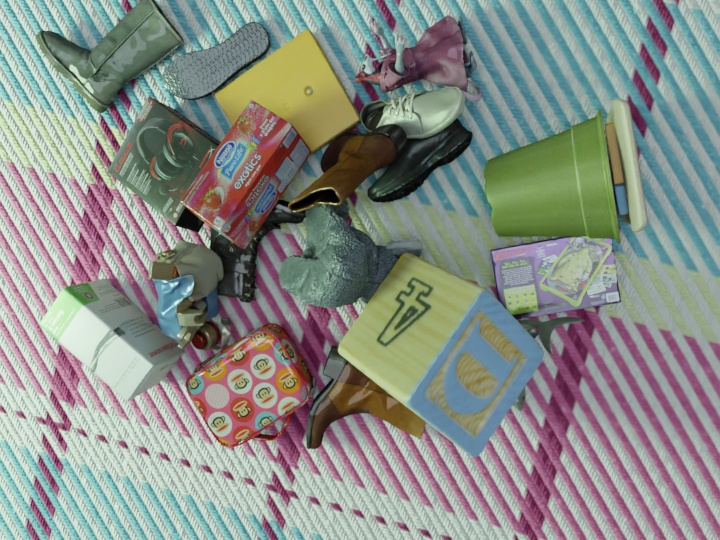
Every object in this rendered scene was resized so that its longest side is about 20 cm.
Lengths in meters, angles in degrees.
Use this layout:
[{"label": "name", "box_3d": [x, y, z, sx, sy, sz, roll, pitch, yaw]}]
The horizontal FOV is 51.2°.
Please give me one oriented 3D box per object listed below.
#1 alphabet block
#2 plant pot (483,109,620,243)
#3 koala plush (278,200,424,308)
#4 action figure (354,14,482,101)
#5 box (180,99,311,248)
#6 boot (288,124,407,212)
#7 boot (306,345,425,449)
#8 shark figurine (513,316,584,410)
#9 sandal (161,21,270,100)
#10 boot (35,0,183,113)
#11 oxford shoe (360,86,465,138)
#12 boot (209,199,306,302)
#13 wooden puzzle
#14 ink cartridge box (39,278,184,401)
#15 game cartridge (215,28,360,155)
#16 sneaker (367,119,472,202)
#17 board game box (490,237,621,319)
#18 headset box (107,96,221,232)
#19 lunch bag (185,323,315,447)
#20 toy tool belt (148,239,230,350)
[{"label": "alphabet block", "box_3d": [0.121, 0.123, 1.141, 0.198, 0.199, 0.195, -52, 125, -7]}, {"label": "plant pot", "box_3d": [0.296, -0.128, 1.171, 0.186, 0.200, 0.205, -9, 94, 20]}, {"label": "koala plush", "box_3d": [0.000, 0.000, 1.221, 0.197, 0.184, 0.180, 19, 102, -32]}, {"label": "action figure", "box_3d": [0.084, -0.334, 1.224, 0.196, 0.135, 0.151, -18, 123, 11]}, {"label": "box", "box_3d": [-0.180, -0.151, 1.200, 0.095, 0.100, 0.202, 32, 86, 22]}, {"label": "boot", "box_3d": [-0.041, -0.141, 1.164, 0.186, 0.200, 0.069, -1, 125, 43]}, {"label": "boot", "box_3d": [0.014, 0.246, 1.297, 0.196, 0.068, 0.192, 20, 89, -2]}, {"label": "shark figurine", "box_3d": [0.272, 0.115, 1.224, 0.088, 0.216, 0.129, -20, 57, -28]}, {"label": "sandal", "box_3d": [-0.242, -0.351, 1.283, 0.197, 0.043, 0.077, -26, 99, -1]}, {"label": "boot", "box_3d": [-0.428, -0.396, 1.282, 0.199, 0.073, 0.182, -41, 103, 15]}, {"label": "oxford shoe", "box_3d": [0.076, -0.250, 1.190, 0.197, 0.057, 0.077, -4, 65, 41]}, {"label": "boot", "box_3d": [-0.186, -0.034, 1.290, 0.196, 0.069, 0.178, 4, 98, 15]}, {"label": "wooden puzzle", "box_3d": [0.393, -0.156, 1.135, 0.036, 0.200, 0.189, -9, 94, 15]}, {"label": "ink cartridge box", "box_3d": [-0.419, 0.115, 1.285, 0.199, 0.145, 0.084, 41, 98, 3]}, {"label": "game cartridge", "box_3d": [-0.123, -0.277, 1.277, 0.198, 0.032, 0.178, -31, 90, 11]}, {"label": "sneaker", "box_3d": [0.087, -0.189, 1.243, 0.199, 0.076, 0.091, -37, 80, 2]}, {"label": "board game box", "box_3d": [0.322, 0.008, 1.244, 0.196, 0.032, 0.123, -9, 98, 7]}, {"label": "headset box", "box_3d": [-0.321, -0.183, 1.262, 0.199, 0.075, 0.150, 36, 98, 22]}, {"label": "lunch bag", "box_3d": [-0.182, 0.208, 1.293, 0.198, 0.082, 0.178, -30, 96, 8]}, {"label": "toy tool belt", "box_3d": [-0.298, 0.060, 1.251, 0.123, 0.123, 0.204, 11, 117, 28]}]
